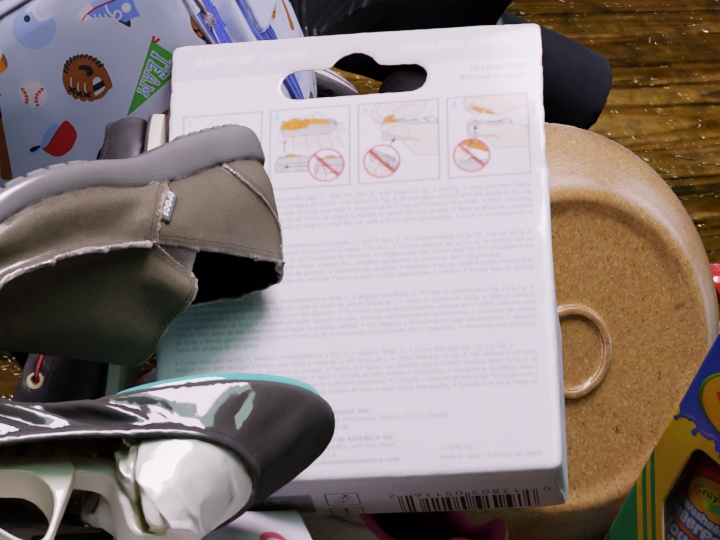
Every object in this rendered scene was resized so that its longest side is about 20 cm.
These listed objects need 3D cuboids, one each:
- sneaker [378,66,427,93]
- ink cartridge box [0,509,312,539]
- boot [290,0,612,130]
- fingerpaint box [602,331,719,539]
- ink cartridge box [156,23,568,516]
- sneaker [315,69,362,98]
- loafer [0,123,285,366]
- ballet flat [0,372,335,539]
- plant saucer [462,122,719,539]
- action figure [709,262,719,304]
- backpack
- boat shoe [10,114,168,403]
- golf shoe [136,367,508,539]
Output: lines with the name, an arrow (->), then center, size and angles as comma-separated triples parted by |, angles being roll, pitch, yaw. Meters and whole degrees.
sneaker -> 0.010, -0.027, 1.201 | 0.079, 0.075, 0.200 | 6, 48, -6
ink cartridge box -> -0.097, 0.164, 0.883 | 0.200, 0.086, 0.148 | 0, 40, -28
boot -> 0.076, -0.133, 1.274 | 0.168, 0.200, 0.077 | 23, 59, -35
fingerpaint box -> 0.211, 0.134, 1.035 | 0.200, 0.167, 0.073 | 39, 37, 20
ink cartridge box -> 0.000, 0.000, 0.993 | 0.160, 0.047, 0.200 | -3, 64, 7
sneaker -> -0.093, -0.119, 1.278 | 0.200, 0.076, 0.115 | 11, 38, -15
loafer -> -0.094, 0.000, 0.899 | 0.200, 0.075, 0.070 | -24, 80, -46
ballet flat -> -0.102, 0.078, 0.874 | 0.200, 0.068, 0.068 | -1, 46, -15
plant saucer -> 0.085, 0.035, 1.080 | 0.200, 0.201, 0.035 | 4, 3, -26
action figure -> 0.093, 0.038, 1.133 | 0.200, 0.066, 0.052 | -21, 24, -21
backpack -> -0.109, -0.085, 1.111 | 0.191, 0.200, 0.154 | 54, 22, -30
boat shoe -> -0.115, 0.027, 0.999 | 0.063, 0.074, 0.202 | 8, 73, 5
golf shoe -> -0.014, 0.089, 1.030 | 0.200, 0.092, 0.075 | 37, 38, 22
